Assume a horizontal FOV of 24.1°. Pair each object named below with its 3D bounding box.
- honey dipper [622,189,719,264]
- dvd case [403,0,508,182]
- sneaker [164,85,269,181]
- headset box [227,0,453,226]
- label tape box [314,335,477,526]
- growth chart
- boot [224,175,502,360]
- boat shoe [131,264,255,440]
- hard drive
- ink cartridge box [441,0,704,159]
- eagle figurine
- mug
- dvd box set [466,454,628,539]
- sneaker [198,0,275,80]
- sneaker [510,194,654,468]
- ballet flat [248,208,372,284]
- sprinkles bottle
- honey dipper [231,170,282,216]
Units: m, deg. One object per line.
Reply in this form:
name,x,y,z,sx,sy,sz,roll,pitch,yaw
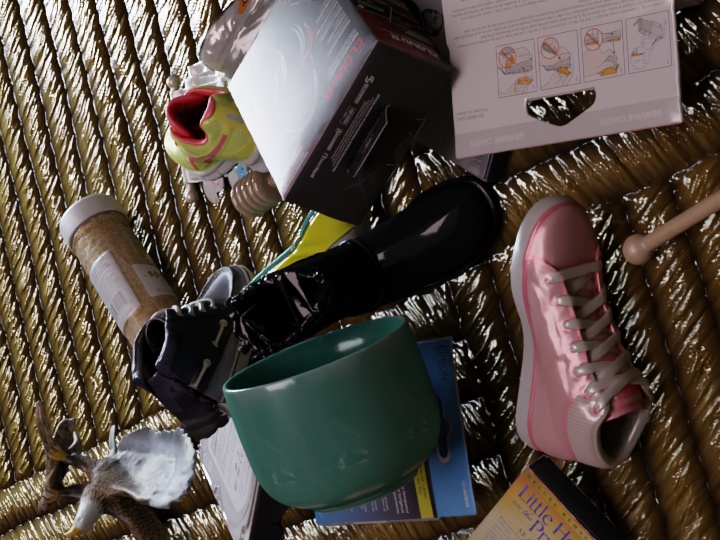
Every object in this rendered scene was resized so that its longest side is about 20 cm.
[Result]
honey dipper,0.245,-0.050,1.142,0.200,0.038,0.038,-34,69,49
dvd case,0.059,-0.178,1.355,0.200,0.025,0.151,35,120,41
sneaker,-0.137,-0.131,1.491,0.200,0.090,0.078,-2,70,61
headset box,-0.017,-0.143,1.312,0.149,0.075,0.200,-58,34,23
label tape box,0.035,0.132,1.395,0.200,0.066,0.144,-13,85,47
growth chart,-0.121,-0.147,1.580,0.200,0.018,0.145,-24,77,50
boot,0.000,-0.001,1.317,0.198,0.162,0.073,-31,83,33
boat shoe,-0.146,0.049,1.508,0.075,0.093,0.200,-31,33,27
hard drive,-0.103,0.155,1.527,0.200,0.038,0.140,-125,43,-61
ink cartridge box,0.149,-0.179,1.208,0.200,0.045,0.177,-6,89,41
eagle figurine,-0.236,0.228,1.696,0.200,0.152,0.151,14,68,22
mug,-0.009,0.111,1.297,0.152,0.185,0.115,-17,97,29
dvd box set,0.134,0.255,1.292,0.146,0.029,0.200,46,129,17
sneaker,-0.053,-0.234,1.460,0.092,0.076,0.200,40,119,7
sneaker,0.166,0.050,1.216,0.105,0.075,0.201,23,120,51
ballet flat,-0.028,-0.015,1.461,0.067,0.067,0.200,49,136,6
sprinkles bottle,-0.231,0.013,1.690,0.200,0.068,0.068,54,132,30
honey dipper,-0.051,-0.094,1.459,0.200,0.038,0.038,-29,73,54
